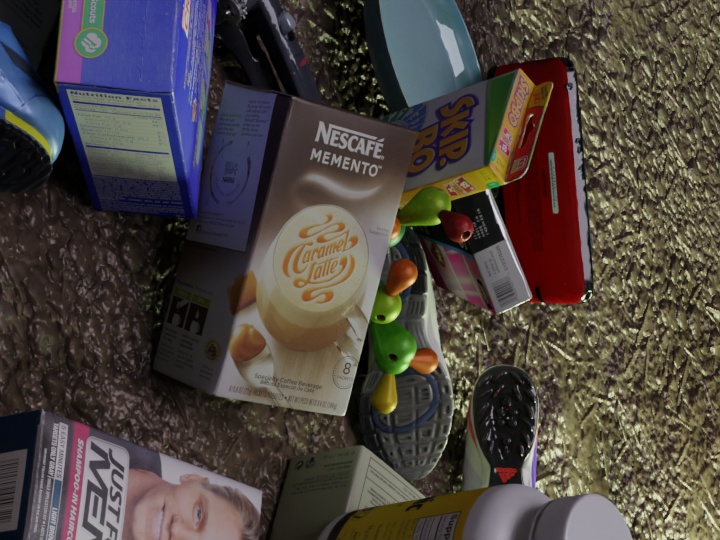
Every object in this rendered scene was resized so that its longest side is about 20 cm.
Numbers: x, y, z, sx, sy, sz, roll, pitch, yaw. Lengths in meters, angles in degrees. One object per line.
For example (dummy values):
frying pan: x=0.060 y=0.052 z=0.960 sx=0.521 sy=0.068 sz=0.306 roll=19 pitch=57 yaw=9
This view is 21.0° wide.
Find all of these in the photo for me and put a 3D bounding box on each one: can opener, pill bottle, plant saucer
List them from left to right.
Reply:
can opener: x=-0.062 y=-0.150 z=1.410 sx=0.079 sy=0.063 sz=0.201 roll=-46 pitch=115 yaw=-49
plant saucer: x=0.051 y=-0.167 z=1.563 sx=0.200 sy=0.027 sz=0.201 roll=45 pitch=37 yaw=-48
pill bottle: x=0.072 y=0.197 z=1.248 sx=0.111 sy=0.199 sz=0.112 roll=20 pitch=64 yaw=-47

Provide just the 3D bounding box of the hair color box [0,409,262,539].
hair color box: x=-0.149 y=0.162 z=1.205 sx=0.200 sy=0.060 sz=0.100 roll=28 pitch=59 yaw=-46

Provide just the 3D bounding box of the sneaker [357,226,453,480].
sneaker: x=0.037 y=0.058 z=1.471 sx=0.087 sy=0.074 sz=0.201 roll=-26 pitch=113 yaw=-79

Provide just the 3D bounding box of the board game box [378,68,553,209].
board game box: x=0.048 y=-0.085 z=1.419 sx=0.030 sy=0.199 sz=0.096 roll=46 pitch=47 yaw=-33

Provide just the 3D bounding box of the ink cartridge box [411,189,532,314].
ink cartridge box: x=0.071 y=-0.029 z=1.489 sx=0.037 sy=0.200 sz=0.095 roll=-25 pitch=103 yaw=-8

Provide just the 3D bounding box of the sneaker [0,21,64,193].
sneaker: x=-0.244 y=-0.129 z=1.104 sx=0.200 sy=0.066 sz=0.079 roll=45 pitch=35 yaw=-37

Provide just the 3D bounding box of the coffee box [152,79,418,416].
coffee box: x=-0.050 y=-0.014 z=1.297 sx=0.114 sy=0.080 sz=0.201 roll=12 pitch=94 yaw=-39

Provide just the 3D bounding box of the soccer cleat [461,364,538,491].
soccer cleat: x=0.109 y=0.177 z=1.541 sx=0.073 sy=0.068 sz=0.201 roll=78 pitch=17 yaw=-82

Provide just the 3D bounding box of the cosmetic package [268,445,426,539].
cosmetic package: x=-0.017 y=0.235 z=1.346 sx=0.105 sy=0.071 sz=0.201 roll=44 pitch=48 yaw=-35

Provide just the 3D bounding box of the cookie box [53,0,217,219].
cookie box: x=-0.137 y=-0.148 z=1.216 sx=0.200 sy=0.075 sz=0.172 roll=92 pitch=1 yaw=-70

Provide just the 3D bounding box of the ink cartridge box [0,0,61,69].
ink cartridge box: x=-0.279 y=-0.143 z=1.142 sx=0.200 sy=0.040 sz=0.201 roll=45 pitch=47 yaw=-36

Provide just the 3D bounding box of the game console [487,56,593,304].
game console: x=0.179 y=-0.078 z=1.644 sx=0.118 sy=0.172 sz=0.201 roll=-7 pitch=94 yaw=-27

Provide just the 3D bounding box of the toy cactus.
toy cactus: x=0.000 y=0.000 z=1.387 sx=0.102 sy=0.200 sz=0.165 roll=-11 pitch=49 yaw=-38
